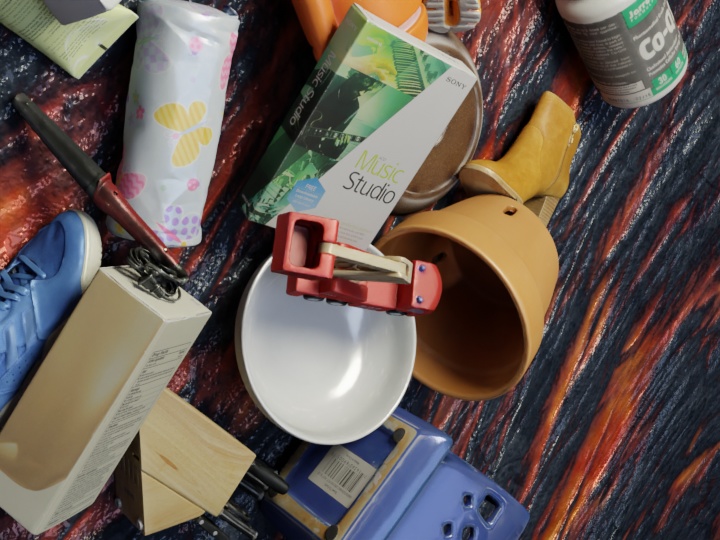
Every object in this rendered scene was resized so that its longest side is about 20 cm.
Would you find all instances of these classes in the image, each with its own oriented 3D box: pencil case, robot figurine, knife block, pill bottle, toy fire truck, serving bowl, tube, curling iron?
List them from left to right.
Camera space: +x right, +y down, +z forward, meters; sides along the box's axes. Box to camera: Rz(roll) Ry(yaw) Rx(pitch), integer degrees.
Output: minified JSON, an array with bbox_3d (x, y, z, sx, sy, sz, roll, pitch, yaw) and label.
[{"bbox_3d":[-0.262,-0.213,0.717,0.199,0.057,0.053,31,73,-42],"label":"tube"},{"bbox_3d":[-0.200,-0.059,0.764,0.025,0.050,0.201,-38,88,11],"label":"curling iron"},{"bbox_3d":[-0.156,-0.121,0.813,0.082,0.090,0.205,5,102,-31],"label":"pencil case"},{"bbox_3d":[-0.144,0.168,0.940,0.173,0.063,0.205,-14,113,-37],"label":"knife block"},{"bbox_3d":[-0.041,0.067,0.973,0.197,0.065,0.205,5,82,-32],"label":"serving bowl"},{"bbox_3d":[-0.006,-0.254,0.877,0.115,0.145,0.202,-23,123,-1],"label":"robot figurine"},{"bbox_3d":[0.000,0.000,0.882,0.196,0.140,0.050,11,79,-25],"label":"toy fire truck"},{"bbox_3d":[0.287,-0.291,1.115,0.114,0.112,0.200,-52,131,-13],"label":"pill bottle"}]

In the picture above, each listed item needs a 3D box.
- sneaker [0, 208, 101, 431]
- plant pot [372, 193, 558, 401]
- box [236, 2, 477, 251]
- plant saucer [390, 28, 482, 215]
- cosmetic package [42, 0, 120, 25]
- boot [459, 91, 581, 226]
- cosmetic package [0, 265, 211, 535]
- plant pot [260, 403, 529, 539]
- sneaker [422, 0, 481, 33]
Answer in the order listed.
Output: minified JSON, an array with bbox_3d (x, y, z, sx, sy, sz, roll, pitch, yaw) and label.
[{"bbox_3d":[-0.285,0.033,0.762,0.111,0.076,0.202,29,92,-52],"label":"sneaker"},{"bbox_3d":[0.118,0.014,1.039,0.140,0.197,0.204,-40,128,-42],"label":"plant pot"},{"bbox_3d":[-0.002,-0.116,0.873,0.143,0.036,0.202,14,116,-42],"label":"box"},{"bbox_3d":[0.062,-0.154,1.027,0.197,0.032,0.205,-14,113,-35],"label":"plant saucer"},{"bbox_3d":[-0.170,-0.281,0.720,0.102,0.073,0.201,54,55,-33],"label":"cosmetic package"},{"bbox_3d":[0.183,-0.136,1.110,0.200,0.070,0.147,28,80,-54],"label":"boot"},{"bbox_3d":[-0.212,0.098,0.792,0.202,0.070,0.105,-57,171,6],"label":"cosmetic package"},{"bbox_3d":[0.024,0.249,1.027,0.201,0.199,0.180,-50,124,-14],"label":"plant pot"},{"bbox_3d":[0.082,-0.307,0.922,0.201,0.076,0.079,88,4,-69],"label":"sneaker"}]
